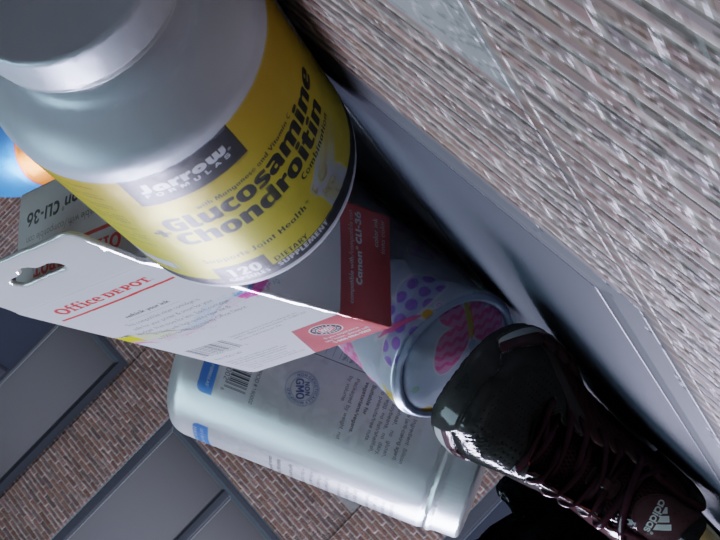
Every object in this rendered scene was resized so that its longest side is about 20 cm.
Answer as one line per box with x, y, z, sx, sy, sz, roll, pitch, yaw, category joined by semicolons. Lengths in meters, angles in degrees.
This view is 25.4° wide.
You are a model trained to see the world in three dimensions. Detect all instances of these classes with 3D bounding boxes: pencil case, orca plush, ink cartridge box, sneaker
0.000;0.000;0.924;0.091;0.083;0.200;29;-169;-48;pencil case
0.079;0.150;0.909;0.105;0.199;0.071;-173;64;-72;orca plush
-0.093;-0.009;0.808;0.199;0.068;0.116;17;154;-41;ink cartridge box
0.120;0.095;0.804;0.115;0.076;0.200;37;-175;30;sneaker

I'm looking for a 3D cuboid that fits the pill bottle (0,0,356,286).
-0.078;-0.074;0.626;0.112;0.112;0.200;43;178;24;pill bottle

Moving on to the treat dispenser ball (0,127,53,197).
-0.254;-0.154;1.151;0.201;0.201;0.201;44;178;2;treat dispenser ball

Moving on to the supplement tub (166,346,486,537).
-0.009;0.074;1.010;0.199;0.133;0.132;21;174;8;supplement tub

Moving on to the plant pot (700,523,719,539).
0.172;0.139;1.051;0.200;0.027;0.200;44;177;3;plant pot
